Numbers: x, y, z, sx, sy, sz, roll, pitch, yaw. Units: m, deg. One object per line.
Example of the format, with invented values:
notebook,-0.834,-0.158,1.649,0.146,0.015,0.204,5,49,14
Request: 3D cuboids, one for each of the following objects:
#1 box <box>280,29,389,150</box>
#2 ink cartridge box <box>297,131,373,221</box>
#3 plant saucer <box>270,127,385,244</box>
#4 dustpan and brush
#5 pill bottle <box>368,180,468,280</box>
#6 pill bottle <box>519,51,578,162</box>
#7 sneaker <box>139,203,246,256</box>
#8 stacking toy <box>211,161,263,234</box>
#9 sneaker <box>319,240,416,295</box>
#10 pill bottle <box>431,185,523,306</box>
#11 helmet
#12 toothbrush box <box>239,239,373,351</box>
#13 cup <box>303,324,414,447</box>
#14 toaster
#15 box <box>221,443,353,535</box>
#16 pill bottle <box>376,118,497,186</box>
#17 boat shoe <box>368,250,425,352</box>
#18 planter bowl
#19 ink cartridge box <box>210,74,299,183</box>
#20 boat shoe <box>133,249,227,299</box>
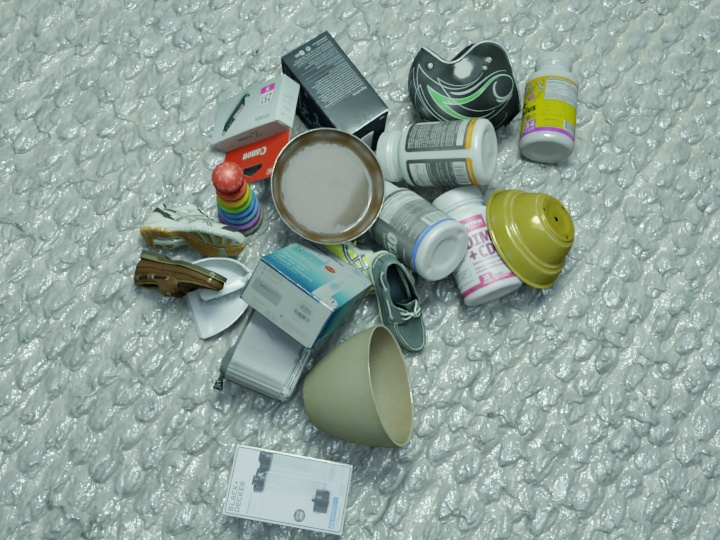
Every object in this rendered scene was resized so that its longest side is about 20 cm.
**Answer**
box,-0.050,-0.316,1.309,0.107,0.149,0.200,-35,78,-12
ink cartridge box,-0.036,-0.156,1.279,0.200,0.116,0.068,-39,81,-12
plant saucer,-0.056,-0.143,1.194,0.199,0.032,0.201,1,86,-12
dustpan and brush,-0.219,0.022,1.246,0.199,0.057,0.140,-22,76,-9
pill bottle,0.086,-0.077,1.230,0.114,0.114,0.200,-39,48,-13
pill bottle,0.371,-0.322,1.359,0.104,0.104,0.201,10,73,-1
sneaker,-0.296,-0.083,1.253,0.199,0.076,0.088,9,52,9
stacking toy,-0.219,-0.132,1.218,0.085,0.200,0.086,1,74,-4
sneaker,0.000,0.000,1.259,0.199,0.075,0.077,23,73,5
pill bottle,0.208,-0.047,1.264,0.113,0.113,0.201,-18,76,-8
helmet,0.189,-0.341,1.310,0.190,0.200,0.201,-20,76,7
toothbrush box,-0.084,0.032,1.162,0.146,0.200,0.085,36,110,10
cup,-0.011,0.202,1.156,0.143,0.200,0.201,-14,74,20
toaster,-0.154,0.139,1.190,0.129,0.114,0.201,25,72,1
box,-0.119,0.365,1.154,0.199,0.060,0.117,11,73,0
pill bottle,0.137,-0.210,1.250,0.199,0.116,0.117,3,71,27
boat shoe,0.071,0.063,1.212,0.073,0.062,0.201,-25,108,-15
planter bowl,0.323,-0.076,1.242,0.200,0.083,0.201,23,52,-32
ink cartridge box,-0.203,-0.248,1.270,0.043,0.199,0.174,24,67,-43
boat shoe,-0.316,0.019,1.213,0.199,0.072,0.068,12,77,35
